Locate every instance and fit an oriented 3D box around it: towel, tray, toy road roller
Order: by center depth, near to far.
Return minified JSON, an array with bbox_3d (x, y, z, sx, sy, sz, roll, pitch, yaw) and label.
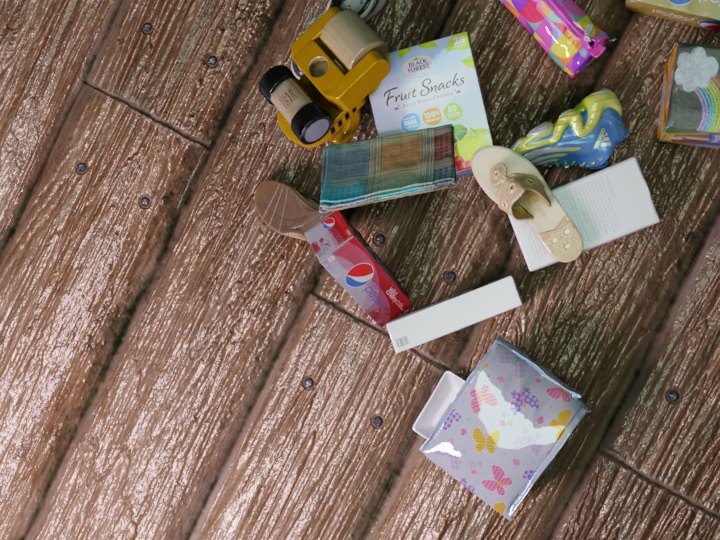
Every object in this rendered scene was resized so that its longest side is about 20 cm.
[{"bbox_3d":[0.037,-0.150,1.490,0.198,0.147,0.022,-10,131,12],"label":"towel"},{"bbox_3d":[-0.040,-0.272,1.547,0.200,0.146,0.123,-44,65,9],"label":"toy road roller"},{"bbox_3d":[0.188,0.247,1.573,0.199,0.022,0.108,32,94,9],"label":"tray"}]

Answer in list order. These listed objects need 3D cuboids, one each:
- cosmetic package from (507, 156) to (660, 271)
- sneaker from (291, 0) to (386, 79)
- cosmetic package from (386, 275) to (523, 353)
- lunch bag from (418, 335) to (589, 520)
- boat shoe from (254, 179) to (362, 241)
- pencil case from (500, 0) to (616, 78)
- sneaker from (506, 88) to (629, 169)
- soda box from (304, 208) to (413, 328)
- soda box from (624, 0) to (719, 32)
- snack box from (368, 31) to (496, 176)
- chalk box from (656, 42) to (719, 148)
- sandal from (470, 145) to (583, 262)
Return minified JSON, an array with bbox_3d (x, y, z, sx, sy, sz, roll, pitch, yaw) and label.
[{"bbox_3d":[0.324,-0.080,1.525,0.198,0.071,0.102,-21,86,10],"label":"cosmetic package"},{"bbox_3d":[-0.042,-0.378,1.586,0.076,0.088,0.200,40,98,6],"label":"sneaker"},{"bbox_3d":[0.142,0.064,1.553,0.198,0.083,0.051,-22,84,9],"label":"cosmetic package"},{"bbox_3d":[0.211,0.221,1.496,0.169,0.127,0.201,34,105,11],"label":"lunch bag"},{"bbox_3d":[-0.078,-0.080,1.601,0.199,0.072,0.073,25,99,31],"label":"boat shoe"},{"bbox_3d":[0.280,-0.377,1.530,0.088,0.088,0.200,-44,82,7],"label":"pencil case"},{"bbox_3d":[0.306,-0.177,1.527,0.199,0.076,0.106,-33,85,8],"label":"sneaker"},{"bbox_3d":[0.000,0.000,1.519,0.063,0.200,0.070,-36,48,5],"label":"soda box"},{"bbox_3d":[0.486,-0.390,1.499,0.198,0.068,0.065,17,93,10],"label":"soda box"},{"bbox_3d":[0.106,-0.236,1.568,0.167,0.068,0.202,-14,86,11],"label":"snack box"},{"bbox_3d":[0.530,-0.239,1.464,0.198,0.124,0.126,8,90,9],"label":"chalk box"},{"bbox_3d":[0.238,-0.100,1.469,0.078,0.070,0.212,-42,83,7],"label":"sandal"}]
